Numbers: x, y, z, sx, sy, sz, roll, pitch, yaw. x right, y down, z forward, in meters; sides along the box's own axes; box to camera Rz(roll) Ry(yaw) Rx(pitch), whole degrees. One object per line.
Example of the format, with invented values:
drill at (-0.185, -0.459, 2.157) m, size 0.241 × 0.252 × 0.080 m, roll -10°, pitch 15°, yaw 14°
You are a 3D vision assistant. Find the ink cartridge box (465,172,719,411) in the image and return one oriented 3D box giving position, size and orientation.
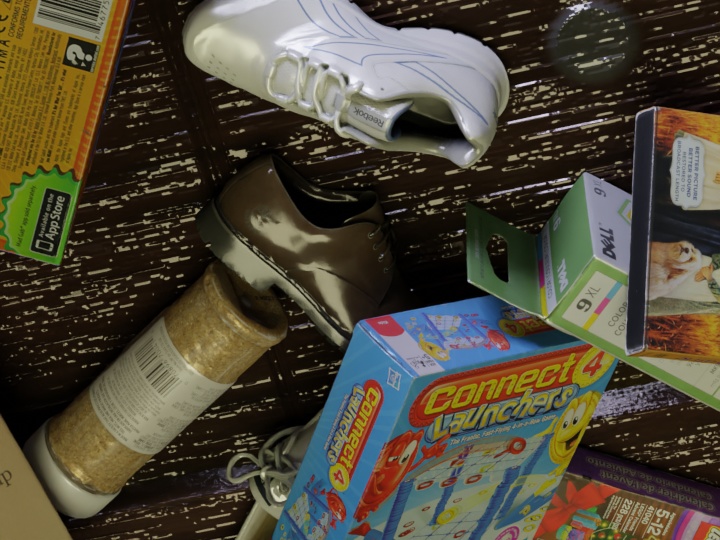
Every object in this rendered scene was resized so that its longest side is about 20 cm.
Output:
ink cartridge box at (0.164, 0.004, 1.332) m, size 0.200 × 0.104 × 0.059 m, roll 26°, pitch 119°, yaw -13°

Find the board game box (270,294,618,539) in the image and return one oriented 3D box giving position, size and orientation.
board game box at (0.055, 0.110, 1.362) m, size 0.200 × 0.056 × 0.196 m, roll -10°, pitch 133°, yaw -42°

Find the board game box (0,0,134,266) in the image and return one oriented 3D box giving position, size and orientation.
board game box at (-0.224, -0.159, 1.189) m, size 0.199 × 0.200 × 0.200 m, roll 15°, pitch 121°, yaw -7°

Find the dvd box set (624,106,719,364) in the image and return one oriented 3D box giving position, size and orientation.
dvd box set at (0.255, -0.012, 1.288) m, size 0.199 × 0.029 × 0.147 m, roll 7°, pitch 81°, yaw -17°

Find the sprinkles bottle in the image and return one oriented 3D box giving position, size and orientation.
sprinkles bottle at (-0.134, 0.078, 1.409) m, size 0.068 × 0.068 × 0.200 m, roll 38°, pitch 116°, yaw -20°

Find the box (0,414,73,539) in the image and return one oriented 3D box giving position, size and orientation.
box at (-0.257, 0.156, 1.405) m, size 0.095 × 0.078 × 0.200 m, roll -34°, pitch 102°, yaw -26°

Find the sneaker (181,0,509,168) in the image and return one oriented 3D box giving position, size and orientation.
sneaker at (-0.008, -0.116, 1.275) m, size 0.199 × 0.087 × 0.075 m, roll 13°, pitch 123°, yaw -4°

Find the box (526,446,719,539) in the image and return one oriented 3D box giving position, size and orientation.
box at (0.164, 0.221, 1.503) m, size 0.136 × 0.039 × 0.200 m, roll 16°, pitch 121°, yaw -9°

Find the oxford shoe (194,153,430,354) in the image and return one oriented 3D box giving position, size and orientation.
oxford shoe at (0.000, 0.000, 1.356) m, size 0.200 × 0.073 × 0.084 m, roll 35°, pitch 113°, yaw -19°

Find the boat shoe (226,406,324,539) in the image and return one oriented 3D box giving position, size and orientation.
boat shoe at (-0.045, 0.141, 1.439) m, size 0.086 × 0.075 × 0.202 m, roll 10°, pitch 130°, yaw -24°
